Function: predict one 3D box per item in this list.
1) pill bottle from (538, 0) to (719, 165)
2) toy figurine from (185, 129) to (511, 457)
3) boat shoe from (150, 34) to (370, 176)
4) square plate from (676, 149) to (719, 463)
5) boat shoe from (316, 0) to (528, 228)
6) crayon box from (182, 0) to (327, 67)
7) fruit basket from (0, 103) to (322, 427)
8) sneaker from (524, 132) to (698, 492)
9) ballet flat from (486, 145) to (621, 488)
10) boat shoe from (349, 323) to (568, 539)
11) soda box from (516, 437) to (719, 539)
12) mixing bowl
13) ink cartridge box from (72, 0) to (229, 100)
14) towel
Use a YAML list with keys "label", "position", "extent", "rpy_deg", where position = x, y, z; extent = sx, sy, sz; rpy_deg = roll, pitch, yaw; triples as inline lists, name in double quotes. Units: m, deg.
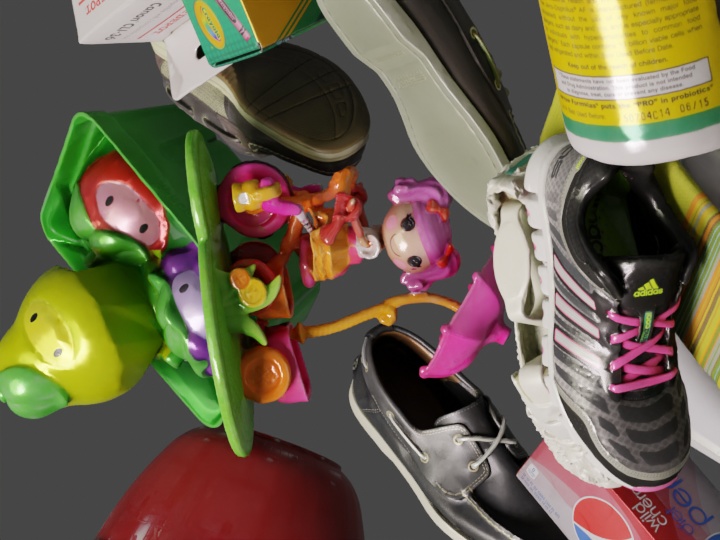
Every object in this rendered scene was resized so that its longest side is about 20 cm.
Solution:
- label: "pill bottle"
  position: [0.141, -0.165, 1.347]
  extent: [0.112, 0.112, 0.201]
  rpy_deg: [9, 120, 48]
- label: "toy figurine"
  position: [0.000, 0.000, 1.593]
  extent: [0.150, 0.183, 0.202]
  rpy_deg: [-80, -20, -80]
- label: "boat shoe"
  position: [-0.062, -0.106, 1.678]
  extent: [0.200, 0.072, 0.066]
  rpy_deg: [35, 143, 39]
- label: "square plate"
  position: [0.235, 0.051, 1.449]
  extent: [0.198, 0.028, 0.201]
  rpy_deg: [34, 136, 33]
- label: "boat shoe"
  position: [0.053, -0.111, 1.529]
  extent: [0.071, 0.061, 0.202]
  rpy_deg: [-2, 129, 52]
- label: "crayon box"
  position: [-0.070, -0.235, 1.552]
  extent: [0.058, 0.118, 0.201]
  rpy_deg: [-12, 104, 53]
- label: "fruit basket"
  position: [-0.153, 0.011, 1.752]
  extent: [0.216, 0.215, 0.156]
  rpy_deg: [48, 143, 17]
- label: "sneaker"
  position: [0.142, 0.020, 1.419]
  extent: [0.087, 0.073, 0.202]
  rpy_deg: [164, 96, -68]
- label: "ballet flat"
  position: [0.105, 0.032, 1.493]
  extent: [0.072, 0.071, 0.202]
  rpy_deg: [-5, 100, 52]
- label: "boat shoe"
  position: [0.067, 0.114, 1.660]
  extent: [0.200, 0.072, 0.068]
  rpy_deg: [46, 146, 24]
- label: "soda box"
  position: [0.185, 0.167, 1.559]
  extent: [0.200, 0.063, 0.070]
  rpy_deg: [51, 143, 15]
- label: "mixing bowl"
  position: [-0.075, 0.169, 1.804]
  extent: [0.199, 0.200, 0.109]
  rpy_deg: [7, 75, 48]
- label: "ink cartridge box"
  position: [-0.132, -0.215, 1.633]
  extent: [0.116, 0.067, 0.202]
  rpy_deg: [-28, 71, 53]
- label: "towel"
  position: [0.164, -0.032, 1.451]
  extent: [0.200, 0.018, 0.086]
  rpy_deg: [56, 146, 31]
